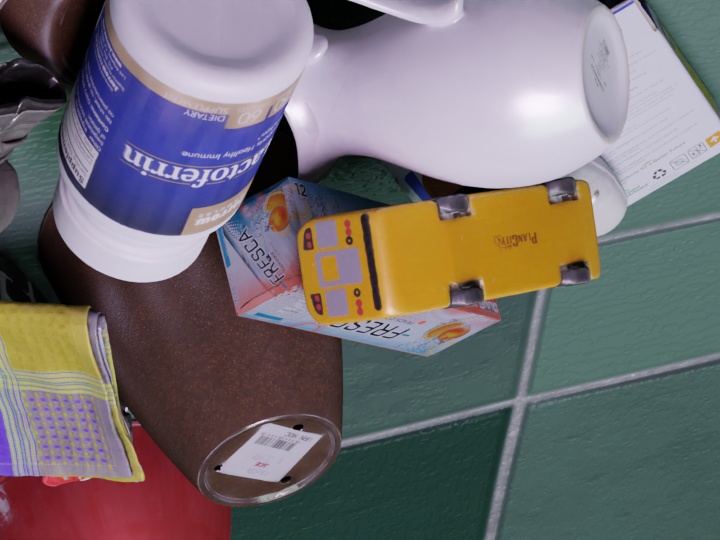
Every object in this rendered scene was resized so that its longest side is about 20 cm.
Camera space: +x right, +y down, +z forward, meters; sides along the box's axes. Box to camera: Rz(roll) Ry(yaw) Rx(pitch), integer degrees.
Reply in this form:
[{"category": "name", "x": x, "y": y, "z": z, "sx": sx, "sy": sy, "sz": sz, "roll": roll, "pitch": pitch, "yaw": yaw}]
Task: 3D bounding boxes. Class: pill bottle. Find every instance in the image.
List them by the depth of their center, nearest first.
[{"category": "pill bottle", "x": -0.107, "y": -0.087, "z": 1.637, "sx": 0.115, "sy": 0.116, "sz": 0.200, "roll": -5, "pitch": 147, "yaw": -24}]

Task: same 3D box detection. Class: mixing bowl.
[{"category": "mixing bowl", "x": -0.173, "y": 0.210, "z": 2.072, "sx": 0.200, "sy": 0.109, "sz": 0.200, "roll": -14, "pitch": 144, "yaw": -11}]

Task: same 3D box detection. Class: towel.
[{"category": "towel", "x": -0.238, "y": 0.076, "z": 1.792, "sx": 0.199, "sy": 0.023, "sz": 0.144, "roll": 2, "pitch": 131, "yaw": 13}]

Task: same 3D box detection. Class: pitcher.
[{"category": "pitcher", "x": 0.040, "y": -0.121, "z": 1.658, "sx": 0.199, "sy": 0.122, "sz": 0.172, "roll": -2, "pitch": 146, "yaw": 25}]

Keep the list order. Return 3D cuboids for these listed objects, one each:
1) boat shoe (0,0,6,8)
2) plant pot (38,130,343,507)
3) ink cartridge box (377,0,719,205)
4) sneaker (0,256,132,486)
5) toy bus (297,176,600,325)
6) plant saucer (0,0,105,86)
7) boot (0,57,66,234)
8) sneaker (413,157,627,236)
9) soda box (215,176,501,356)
[{"category": "boat shoe", "x": -0.260, "y": -0.119, "z": 1.611, "sx": 0.200, "sy": 0.060, "sz": 0.072, "roll": -32, "pitch": 145, "yaw": 25}, {"category": "plant pot", "x": -0.086, "y": 0.041, "z": 1.816, "sx": 0.186, "sy": 0.200, "sz": 0.187, "roll": -15, "pitch": 144, "yaw": -11}, {"category": "ink cartridge box", "x": 0.124, "y": -0.093, "z": 1.898, "sx": 0.197, "sy": 0.047, "sz": 0.200, "roll": -29, "pitch": 142, "yaw": 10}, {"category": "sneaker", "x": -0.226, "y": 0.064, "z": 1.827, "sx": 0.085, "sy": 0.077, "sz": 0.200, "roll": -30, "pitch": 116, "yaw": 13}, {"category": "toy bus", "x": 0.058, "y": -0.012, "z": 1.707, "sx": 0.078, "sy": 0.065, "sz": 0.200, "roll": -9, "pitch": -179, "yaw": 40}, {"category": "plant saucer", "x": -0.108, "y": -0.161, "z": 1.666, "sx": 0.200, "sy": 0.035, "sz": 0.200, "roll": -18, "pitch": 151, "yaw": -10}, {"category": "boot", "x": -0.214, "y": -0.069, "z": 1.657, "sx": 0.130, "sy": 0.068, "sz": 0.200, "roll": -34, "pitch": 171, "yaw": 19}, {"category": "sneaker", "x": 0.104, "y": -0.041, "z": 1.849, "sx": 0.200, "sy": 0.085, "sz": 0.073, "roll": 17, "pitch": 128, "yaw": -43}, {"category": "soda box", "x": 0.000, "y": 0.000, "z": 1.769, "sx": 0.063, "sy": 0.069, "sz": 0.200, "roll": -27, "pitch": 156, "yaw": 30}]
